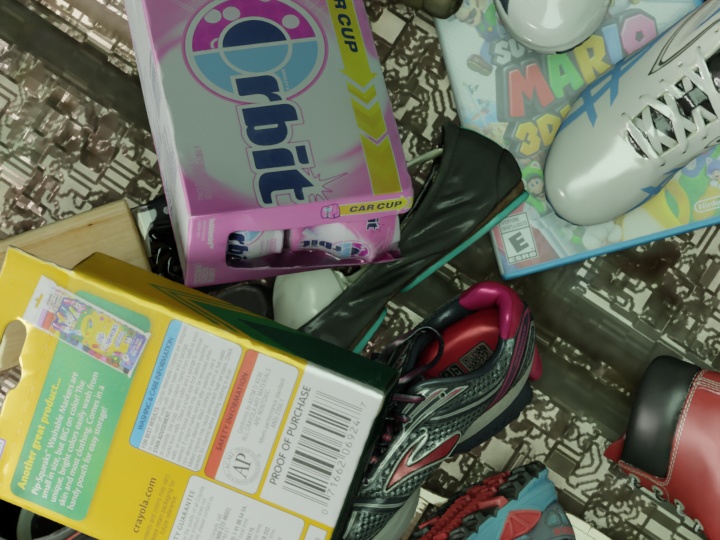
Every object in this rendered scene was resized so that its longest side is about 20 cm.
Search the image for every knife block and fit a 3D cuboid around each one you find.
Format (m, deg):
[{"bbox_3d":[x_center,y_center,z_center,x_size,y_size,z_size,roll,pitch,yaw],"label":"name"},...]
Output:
[{"bbox_3d":[-0.142,0.003,1.516,0.175,0.200,0.064,-20,89,31],"label":"knife block"}]

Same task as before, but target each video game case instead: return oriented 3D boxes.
[{"bbox_3d":[0.119,-0.110,1.581,0.142,0.018,0.201,-15,90,2],"label":"video game case"}]

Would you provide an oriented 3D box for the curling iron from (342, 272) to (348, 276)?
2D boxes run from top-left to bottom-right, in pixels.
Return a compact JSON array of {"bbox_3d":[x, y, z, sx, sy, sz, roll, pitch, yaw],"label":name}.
[{"bbox_3d":[-0.063,0.085,1.581,0.050,0.026,0.200,35,87,38],"label":"curling iron"}]

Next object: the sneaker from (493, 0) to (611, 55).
[{"bbox_3d":[0.106,-0.220,1.508,0.079,0.130,0.200,15,80,9],"label":"sneaker"}]

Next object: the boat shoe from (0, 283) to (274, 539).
[{"bbox_3d":[-0.113,0.082,1.557,0.201,0.063,0.074,-45,52,1],"label":"boat shoe"}]

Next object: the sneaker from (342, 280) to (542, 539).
[{"bbox_3d":[0.011,0.080,1.530,0.081,0.075,0.200,37,71,22],"label":"sneaker"}]

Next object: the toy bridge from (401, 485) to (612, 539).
[{"bbox_3d":[0.103,0.163,1.580,0.199,0.027,0.067,32,89,1],"label":"toy bridge"}]

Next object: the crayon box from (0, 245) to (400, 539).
[{"bbox_3d":[-0.095,0.075,1.460,0.199,0.052,0.126,22,104,6],"label":"crayon box"}]

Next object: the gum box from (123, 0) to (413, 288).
[{"bbox_3d":[-0.049,-0.088,1.505,0.113,0.066,0.201,-7,58,-11],"label":"gum box"}]

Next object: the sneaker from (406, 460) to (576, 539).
[{"bbox_3d":[0.054,0.177,1.487,0.200,0.079,0.096,-36,97,-41],"label":"sneaker"}]

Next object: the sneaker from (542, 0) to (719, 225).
[{"bbox_3d":[0.176,-0.096,1.536,0.200,0.072,0.072,-38,91,3],"label":"sneaker"}]

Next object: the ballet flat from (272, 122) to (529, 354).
[{"bbox_3d":[0.000,0.000,1.538,0.068,0.068,0.200,46,76,-4],"label":"ballet flat"}]

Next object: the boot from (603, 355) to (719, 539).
[{"bbox_3d":[0.198,0.145,1.565,0.144,0.072,0.201,8,112,29],"label":"boot"}]

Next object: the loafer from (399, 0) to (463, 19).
[{"bbox_3d":[0.038,-0.234,1.545,0.067,0.076,0.201,10,78,1],"label":"loafer"}]
